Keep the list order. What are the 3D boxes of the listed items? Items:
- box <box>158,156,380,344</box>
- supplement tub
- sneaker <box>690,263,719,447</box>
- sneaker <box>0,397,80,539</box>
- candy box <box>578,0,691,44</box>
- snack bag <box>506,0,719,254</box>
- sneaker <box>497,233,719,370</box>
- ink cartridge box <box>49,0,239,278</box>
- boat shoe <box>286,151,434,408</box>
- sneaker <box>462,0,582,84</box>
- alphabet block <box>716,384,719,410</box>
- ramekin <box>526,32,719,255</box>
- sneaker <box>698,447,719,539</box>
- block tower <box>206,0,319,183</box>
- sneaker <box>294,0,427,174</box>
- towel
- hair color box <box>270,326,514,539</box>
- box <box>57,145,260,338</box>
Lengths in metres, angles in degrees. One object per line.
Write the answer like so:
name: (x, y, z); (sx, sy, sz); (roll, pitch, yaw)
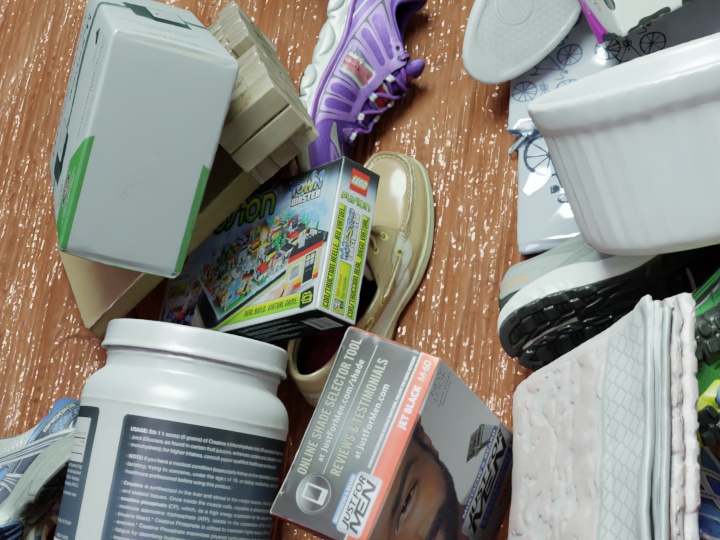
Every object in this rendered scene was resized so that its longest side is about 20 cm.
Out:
box: (-0.071, -0.002, 0.869); (0.199, 0.035, 0.111); (-16, 58, 48)
supplement tub: (-0.123, 0.142, 0.804); (0.140, 0.140, 0.201); (5, 79, 25)
sneaker: (0.219, 0.026, 0.725); (0.200, 0.085, 0.078); (-37, 94, -14)
sneaker: (-0.266, 0.174, 0.916); (0.200, 0.077, 0.085); (-39, 48, -5)
candy box: (0.226, -0.260, 0.829); (0.199, 0.061, 0.137); (-27, 95, -4)
snack bag: (0.193, -0.107, 0.858); (0.187, 0.021, 0.201); (-4, 67, 22)
sneaker: (0.181, -0.004, 0.791); (0.199, 0.074, 0.080); (-16, 34, 9)
ink cartridge box: (-0.155, -0.101, 0.835); (0.200, 0.083, 0.147); (-129, 54, -65)
boat shoe: (0.000, 0.000, 0.869); (0.074, 0.066, 0.201); (6, 71, 25)
sneaker: (0.129, -0.226, 0.905); (0.070, 0.099, 0.201); (28, 92, -13)
alphabet block: (0.327, 0.076, 0.621); (0.200, 0.195, 0.196); (-46, 60, -2)
ramekin: (0.206, -0.082, 0.721); (0.199, 0.200, 0.098); (-15, 99, 17)
sneaker: (0.192, 0.149, 0.714); (0.076, 0.077, 0.200); (-37, 56, 7)
block tower: (-0.082, -0.131, 0.881); (0.058, 0.054, 0.200); (-38, 29, 9)
sneaker: (0.002, -0.140, 0.927); (0.083, 0.081, 0.201); (14, 80, 9)
towel: (0.123, 0.132, 0.660); (0.032, 0.191, 0.201); (11, 65, -12)
hair color box: (0.032, 0.122, 0.724); (0.064, 0.200, 0.111); (16, 76, 28)
box: (-0.146, -0.053, 0.940); (0.200, 0.021, 0.164); (-43, 29, 1)
